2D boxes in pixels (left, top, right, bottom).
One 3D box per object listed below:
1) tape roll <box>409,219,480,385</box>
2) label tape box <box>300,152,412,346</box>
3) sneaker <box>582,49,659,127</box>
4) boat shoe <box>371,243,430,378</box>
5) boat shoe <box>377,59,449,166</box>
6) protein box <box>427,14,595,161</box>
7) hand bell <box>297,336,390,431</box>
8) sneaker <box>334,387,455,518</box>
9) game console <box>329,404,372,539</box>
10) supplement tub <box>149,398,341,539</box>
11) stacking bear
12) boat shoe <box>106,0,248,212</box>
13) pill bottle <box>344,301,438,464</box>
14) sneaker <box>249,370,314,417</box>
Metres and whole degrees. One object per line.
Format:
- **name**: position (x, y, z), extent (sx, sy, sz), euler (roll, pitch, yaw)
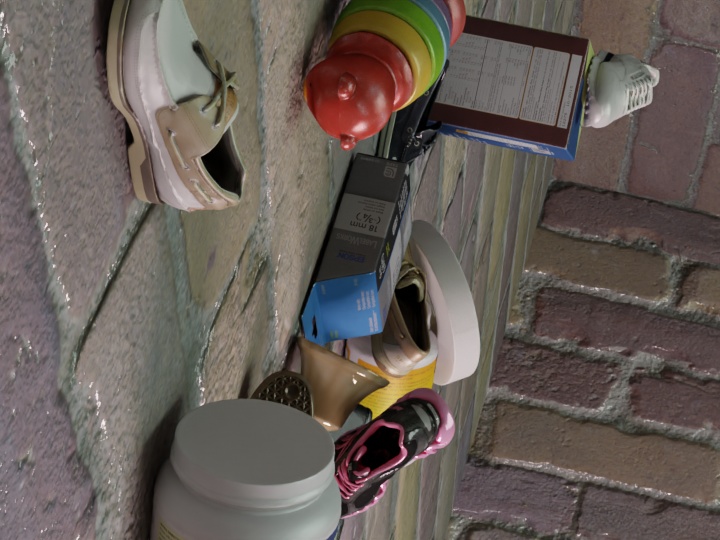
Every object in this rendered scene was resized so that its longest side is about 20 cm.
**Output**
- **tape roll**: position (0.083, 0.039, 2.061), extent (0.203, 0.037, 0.203), euler (161, -90, -72)
- **label tape box**: position (0.000, 0.000, 1.814), extent (0.144, 0.063, 0.201), euler (83, 22, -62)
- **sneaker**: position (0.318, -0.223, 2.101), extent (0.200, 0.080, 0.077), euler (-56, 159, -61)
- **boat shoe**: position (0.048, 0.021, 1.921), extent (0.064, 0.071, 0.201), euler (-36, -130, 40)
- **boat shoe**: position (0.059, -0.157, 1.949), extent (0.075, 0.062, 0.201), euler (-55, 158, -69)
- **protein box**: position (0.175, -0.225, 2.109), extent (0.199, 0.199, 0.135), euler (3, 100, -80)
- **hand bell**: position (-0.061, 0.177, 1.712), extent (0.200, 0.104, 0.104), euler (-63, 169, -5)
- **sneaker**: position (0.003, 0.192, 1.714), extent (0.200, 0.079, 0.095), euler (-45, 169, 33)
- **game console**: position (-0.070, 0.232, 1.855), extent (0.176, 0.116, 0.201), euler (28, 72, -49)
- **supplement tub**: position (-0.092, 0.216, 1.332), extent (0.145, 0.144, 0.201), euler (-58, 159, -62)
- **stacking bear**: position (0.013, -0.189, 1.534), extent (0.200, 0.113, 0.122), euler (-60, 161, -46)
- **boat shoe**: position (-0.107, -0.108, 1.047), extent (0.200, 0.068, 0.075), euler (86, 20, -60)
- **pill bottle**: position (0.032, 0.128, 2.027), extent (0.109, 0.109, 0.201), euler (-60, 161, -60)
- **sneaker**: position (-0.093, 0.184, 1.576), extent (0.076, 0.070, 0.201), euler (-136, -119, -79)
